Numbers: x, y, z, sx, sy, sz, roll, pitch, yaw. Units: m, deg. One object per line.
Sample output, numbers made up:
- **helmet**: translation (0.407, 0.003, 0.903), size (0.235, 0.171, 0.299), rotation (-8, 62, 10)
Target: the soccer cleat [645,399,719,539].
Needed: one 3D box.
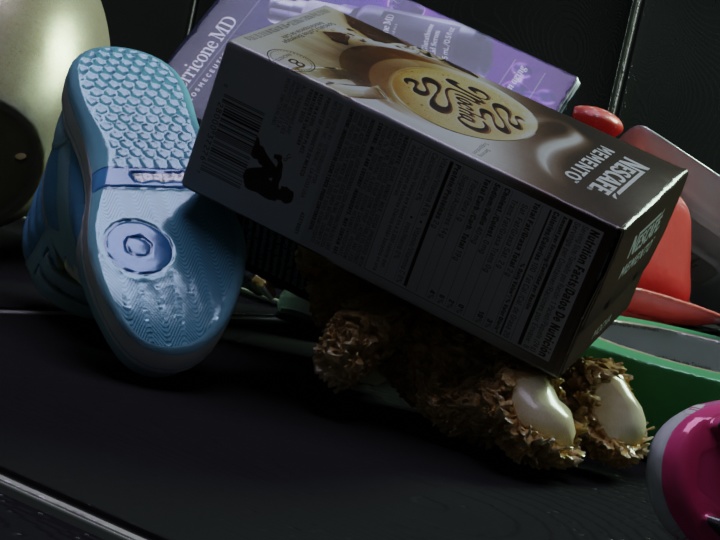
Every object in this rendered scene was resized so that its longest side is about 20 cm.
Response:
- **soccer cleat**: translation (0.171, 0.091, 0.782), size (0.200, 0.070, 0.086), rotation (10, -9, -37)

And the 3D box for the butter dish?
- **butter dish**: translation (0.153, -0.045, 1.418), size (0.200, 0.148, 0.199), rotation (13, -1, 38)

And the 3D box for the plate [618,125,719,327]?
- **plate**: translation (0.256, -0.019, 1.527), size (0.200, 0.032, 0.200), rotation (35, -18, -3)

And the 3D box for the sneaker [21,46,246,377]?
- **sneaker**: translation (-0.115, 0.000, 0.965), size (0.080, 0.131, 0.200), rotation (7, 44, -21)

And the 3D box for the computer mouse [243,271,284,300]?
- **computer mouse**: translation (0.000, 0.000, 1.288), size (0.200, 0.044, 0.110), rotation (8, 7, -32)

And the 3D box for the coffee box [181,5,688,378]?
- **coffee box**: translation (0.036, -0.042, 0.916), size (0.200, 0.080, 0.113), rotation (27, 24, 14)

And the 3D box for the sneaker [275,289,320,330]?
- **sneaker**: translation (0.034, 0.002, 1.184), size (0.074, 0.079, 0.200), rotation (15, 5, 37)

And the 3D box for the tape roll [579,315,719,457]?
- **tape roll**: translation (0.177, 0.065, 1.043), size (0.200, 0.048, 0.200), rotation (12, 7, -2)

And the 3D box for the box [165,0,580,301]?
- **box**: translation (-0.005, -0.068, 1.075), size (0.200, 0.148, 0.104), rotation (25, -36, 9)

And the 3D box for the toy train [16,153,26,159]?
- **toy train**: translation (-0.274, -0.067, 1.345), size (0.200, 0.056, 0.150), rotation (-3, -13, -30)

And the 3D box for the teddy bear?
- **teddy bear**: translation (0.044, 0.049, 0.928), size (0.200, 0.067, 0.145), rotation (23, 20, 26)

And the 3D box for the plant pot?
- **plant pot**: translation (-0.240, -0.098, 1.173), size (0.200, 0.200, 0.134), rotation (9, 32, -24)
